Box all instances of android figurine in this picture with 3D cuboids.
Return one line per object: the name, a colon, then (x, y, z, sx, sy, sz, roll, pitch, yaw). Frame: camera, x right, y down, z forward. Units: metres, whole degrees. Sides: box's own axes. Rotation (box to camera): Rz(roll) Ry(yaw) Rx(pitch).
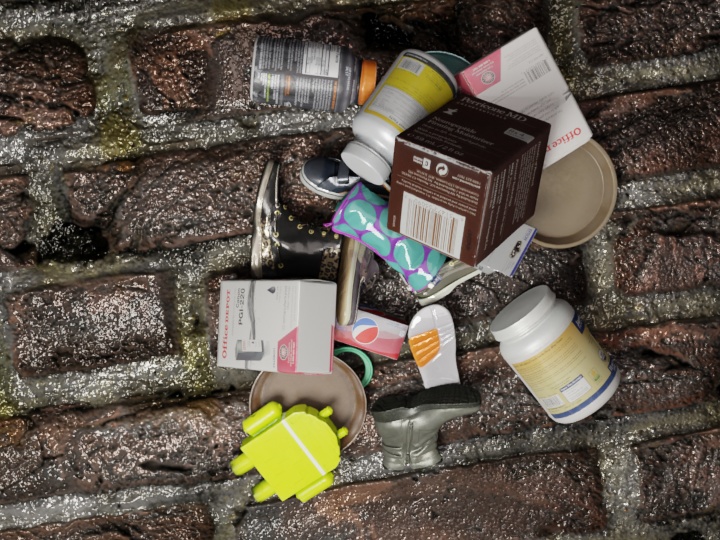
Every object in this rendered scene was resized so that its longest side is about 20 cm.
android figurine: (-0.115, 0.304, 1.560, 0.199, 0.041, 0.182, -36, 102, 9)

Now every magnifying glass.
magnifying glass: (-0.077, 0.159, 1.588, 0.198, 0.022, 0.080, 11, 96, -8)

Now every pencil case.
pencil case: (0.046, -0.050, 1.479, 0.199, 0.085, 0.093, 37, 88, -8)

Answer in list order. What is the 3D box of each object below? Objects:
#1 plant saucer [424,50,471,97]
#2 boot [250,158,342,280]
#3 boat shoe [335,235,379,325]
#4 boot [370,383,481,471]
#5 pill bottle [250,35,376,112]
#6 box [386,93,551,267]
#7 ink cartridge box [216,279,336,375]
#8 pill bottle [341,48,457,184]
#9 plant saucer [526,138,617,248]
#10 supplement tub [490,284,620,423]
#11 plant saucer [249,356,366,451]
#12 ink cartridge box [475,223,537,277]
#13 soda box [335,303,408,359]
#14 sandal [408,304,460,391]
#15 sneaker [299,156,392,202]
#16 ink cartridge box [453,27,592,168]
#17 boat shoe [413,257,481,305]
plant saucer: (0.122, -0.263, 1.548, 0.198, 0.036, 0.202, -1, 96, -5)
boot: (-0.102, -0.077, 1.531, 0.149, 0.073, 0.202, 7, 100, -4)
boat shoe: (0.000, 0.000, 1.518, 0.064, 0.072, 0.201, 14, 58, -14)
boot: (0.121, 0.272, 1.580, 0.198, 0.068, 0.132, -11, 110, 16)
pill bottle: (-0.074, -0.312, 1.491, 0.198, 0.106, 0.107, 6, 96, -5)
box: (0.163, -0.141, 1.405, 0.165, 0.200, 0.165, 24, 131, 26)
ink cartridge box: (-0.137, 0.087, 1.475, 0.084, 0.199, 0.147, 6, 85, -44)
pill bottle: (0.057, -0.238, 1.452, 0.112, 0.112, 0.201, 36, 79, -8)
plant saucer: (0.339, -0.139, 1.583, 0.198, 0.029, 0.202, -1, 97, -4)
supplement tub: (0.324, 0.139, 1.554, 0.144, 0.144, 0.200, -39, 98, 1)
plant saucer: (-0.089, 0.226, 1.576, 0.198, 0.032, 0.202, 0, 106, -2)
ink cartridge box: (0.181, -0.064, 1.525, 0.199, 0.039, 0.100, 28, 73, 17)
soda box: (-0.023, 0.085, 1.557, 0.198, 0.070, 0.064, 18, 98, -6)
sandal: (0.127, 0.141, 1.587, 0.078, 0.059, 0.208, -9, 118, 4)
sneaker: (0.003, -0.158, 1.519, 0.198, 0.080, 0.079, 11, 58, -11)
ink cartridge box: (0.260, -0.265, 1.502, 0.146, 0.083, 0.201, -31, 99, -6)
boat shoe: (0.171, -0.019, 1.561, 0.201, 0.072, 0.060, -34, 103, 4)
